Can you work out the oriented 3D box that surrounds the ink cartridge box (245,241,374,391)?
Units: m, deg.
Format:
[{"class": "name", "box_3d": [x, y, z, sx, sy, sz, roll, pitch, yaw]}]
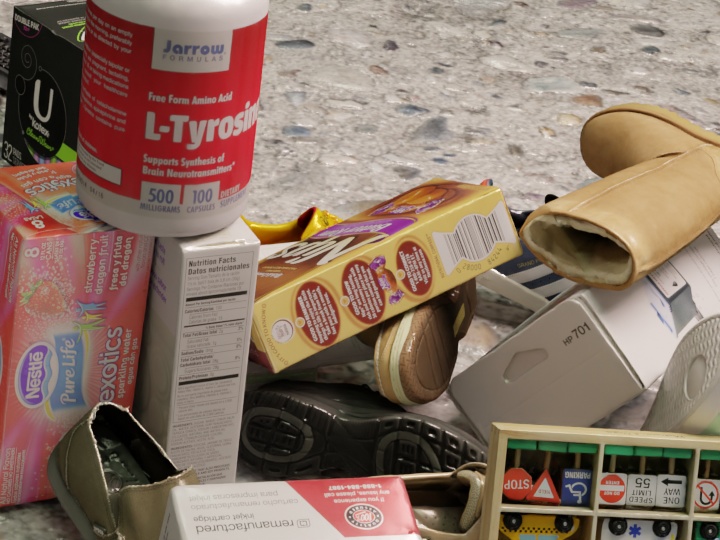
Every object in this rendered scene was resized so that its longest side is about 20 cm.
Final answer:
[{"class": "ink cartridge box", "box_3d": [-0.058, 0.039, 1.472, 0.198, 0.048, 0.146, -3, 41, -25]}]

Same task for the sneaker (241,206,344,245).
[{"class": "sneaker", "box_3d": [-0.015, -0.009, 1.569, 0.198, 0.078, 0.073, 4, 26, -14]}]

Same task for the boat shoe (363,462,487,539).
[{"class": "boat shoe", "box_3d": [0.077, 0.161, 1.272, 0.198, 0.065, 0.073, 1, 45, -12]}]

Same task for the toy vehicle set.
[{"class": "toy vehicle set", "box_3d": [0.175, 0.165, 1.245, 0.198, 0.126, 0.027, 4, 4, -9]}]

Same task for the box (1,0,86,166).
[{"class": "box", "box_3d": [-0.198, -0.129, 1.659, 0.124, 0.150, 0.200, -14, 34, -39]}]

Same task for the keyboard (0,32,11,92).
[{"class": "keyboard", "box_3d": [-0.290, -0.189, 1.884, 0.199, 0.021, 0.127, 30, 34, 32]}]

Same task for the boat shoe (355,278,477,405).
[{"class": "boat shoe", "box_3d": [0.030, 0.044, 1.400, 0.075, 0.072, 0.200, -1, 16, 15]}]

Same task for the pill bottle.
[{"class": "pill bottle", "box_3d": [-0.115, -0.132, 1.200, 0.111, 0.202, 0.113, 6, 27, -3]}]

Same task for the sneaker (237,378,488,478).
[{"class": "sneaker", "box_3d": [0.010, 0.114, 1.356, 0.198, 0.077, 0.091, 19, 19, 10]}]

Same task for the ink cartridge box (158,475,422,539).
[{"class": "ink cartridge box", "box_3d": [-0.027, 0.218, 1.082, 0.143, 0.084, 0.201, -1, 45, -18]}]

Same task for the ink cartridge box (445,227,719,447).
[{"class": "ink cartridge box", "box_3d": [0.175, 0.048, 1.429, 0.086, 0.146, 0.200, 54, 38, 1]}]

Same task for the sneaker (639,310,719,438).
[{"class": "sneaker", "box_3d": [0.259, 0.105, 1.313, 0.117, 0.201, 0.074, 12, 47, -6]}]

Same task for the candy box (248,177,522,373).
[{"class": "candy box", "box_3d": [0.000, 0.000, 1.368, 0.199, 0.057, 0.117, -27, 14, -16]}]

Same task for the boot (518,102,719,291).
[{"class": "boot", "box_3d": [0.181, -0.057, 1.406, 0.174, 0.067, 0.199, 15, 29, 40]}]

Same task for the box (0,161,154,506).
[{"class": "box", "box_3d": [-0.206, 0.041, 1.282, 0.094, 0.202, 0.103, -7, 33, -32]}]

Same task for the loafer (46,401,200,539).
[{"class": "loafer", "box_3d": [-0.127, 0.159, 1.201, 0.075, 0.070, 0.200, -17, 52, -40]}]

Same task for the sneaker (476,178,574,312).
[{"class": "sneaker", "box_3d": [0.166, -0.008, 1.580, 0.199, 0.085, 0.075, 24, 24, -7]}]

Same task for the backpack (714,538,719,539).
[{"class": "backpack", "box_3d": [0.205, 0.227, 1.131, 0.199, 0.136, 0.182, 25, 32, 30]}]

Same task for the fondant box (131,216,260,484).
[{"class": "fondant box", "box_3d": [-0.127, 0.039, 1.311, 0.058, 0.202, 0.144, -5, 30, -26]}]
